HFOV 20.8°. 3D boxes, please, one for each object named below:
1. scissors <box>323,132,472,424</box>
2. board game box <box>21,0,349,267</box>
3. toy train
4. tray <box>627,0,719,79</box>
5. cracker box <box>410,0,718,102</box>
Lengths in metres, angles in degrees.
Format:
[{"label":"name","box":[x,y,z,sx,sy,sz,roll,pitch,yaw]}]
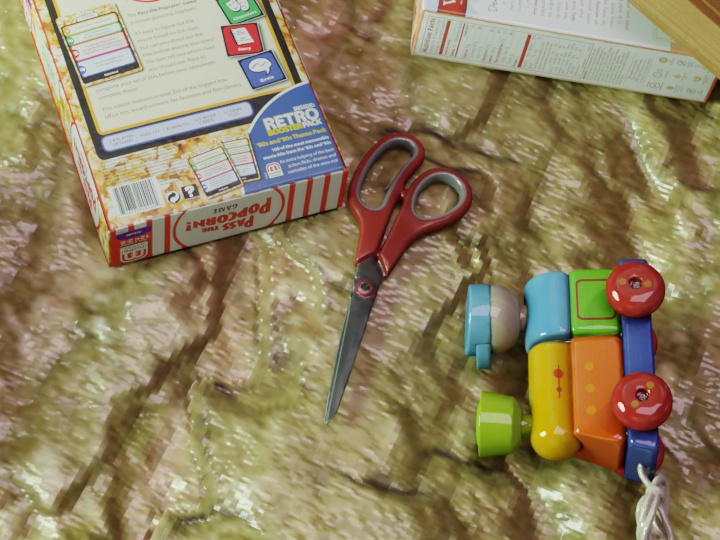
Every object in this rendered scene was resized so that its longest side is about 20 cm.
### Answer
[{"label":"scissors","box":[0.000,0.000,1.181,0.073,0.014,0.200,29,63,6]},{"label":"board game box","box":[-0.111,-0.114,1.209,0.151,0.046,0.201,-14,64,-14]},{"label":"toy train","box":[0.116,0.092,1.109,0.115,0.085,0.201,-1,61,4]},{"label":"tray","box":[0.262,-0.149,1.233,0.200,0.037,0.099,38,54,-13]},{"label":"cracker box","box":[0.138,-0.193,1.277,0.199,0.058,0.134,10,62,-3]}]
